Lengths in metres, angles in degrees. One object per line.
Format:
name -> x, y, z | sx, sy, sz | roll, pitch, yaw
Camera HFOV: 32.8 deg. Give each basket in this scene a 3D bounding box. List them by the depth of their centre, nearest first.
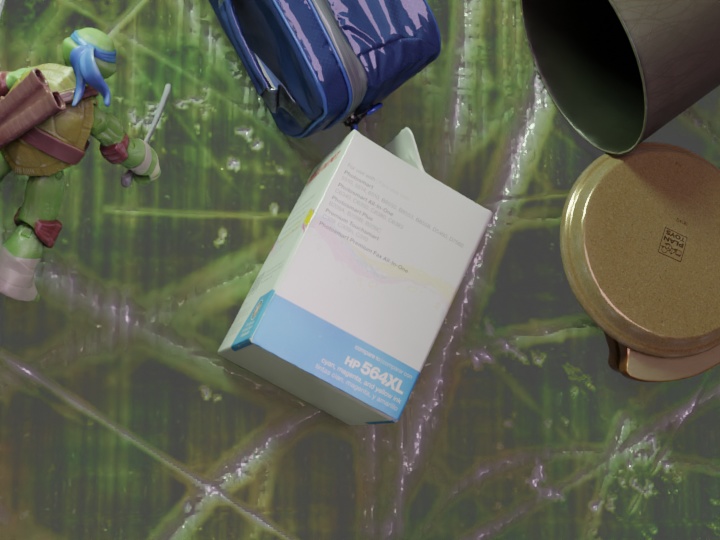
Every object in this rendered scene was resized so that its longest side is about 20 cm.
basket -> 0.264, -0.214, 1.044 | 0.199, 0.136, 0.181 | -23, 83, -22

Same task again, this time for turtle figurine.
turtle figurine -> -0.230, -0.087, 0.906 | 0.144, 0.200, 0.194 | 30, 94, -33

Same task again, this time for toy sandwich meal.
toy sandwich meal -> 0.252, -0.008, 1.043 | 0.204, 0.070, 0.206 | 3, 77, -13

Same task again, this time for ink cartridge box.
ink cartridge box -> 0.000, 0.000, 0.930 | 0.125, 0.129, 0.200 | 30, 75, -11

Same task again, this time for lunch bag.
lunch bag -> -0.041, -0.197, 0.945 | 0.132, 0.136, 0.201 | -28, 91, -18
